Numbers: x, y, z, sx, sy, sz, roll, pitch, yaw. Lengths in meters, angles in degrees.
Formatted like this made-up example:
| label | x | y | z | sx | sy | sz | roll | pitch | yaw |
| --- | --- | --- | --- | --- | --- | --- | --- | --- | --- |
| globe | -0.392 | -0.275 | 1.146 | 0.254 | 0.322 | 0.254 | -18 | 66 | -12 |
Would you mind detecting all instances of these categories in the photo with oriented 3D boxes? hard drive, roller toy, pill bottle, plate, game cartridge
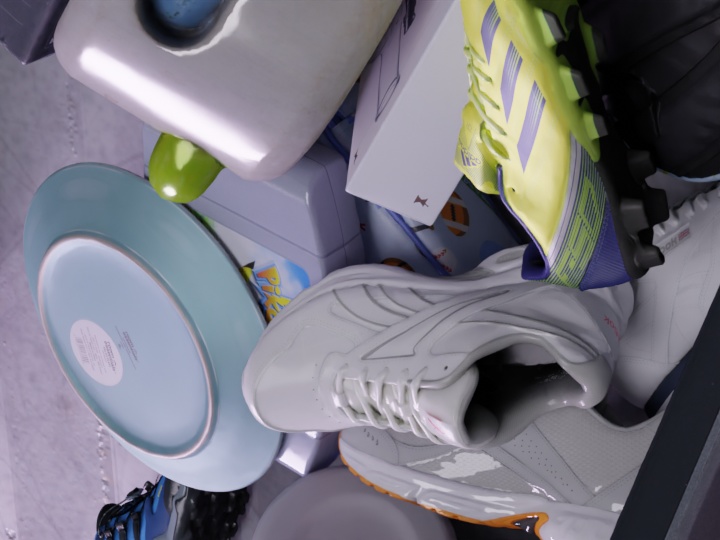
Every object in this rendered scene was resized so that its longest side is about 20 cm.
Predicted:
| label | x | y | z | sx | sy | sz | roll | pitch | yaw |
| --- | --- | --- | --- | --- | --- | --- | --- | --- | --- |
| hard drive | 0.157 | 0.095 | 0.993 | 0.033 | 0.139 | 0.201 | 23 | 89 | 26 |
| roller toy | -0.055 | -0.150 | 1.041 | 0.139 | 0.201 | 0.182 | 30 | 147 | -9 |
| pill bottle | -0.003 | 0.202 | 1.237 | 0.112 | 0.112 | 0.201 | 31 | 151 | 20 |
| plate | -0.121 | 0.037 | 1.213 | 0.199 | 0.026 | 0.201 | 27 | 134 | 31 |
| game cartridge | -0.055 | 0.011 | 1.173 | 0.133 | 0.040 | 0.201 | 24 | 132 | 28 |

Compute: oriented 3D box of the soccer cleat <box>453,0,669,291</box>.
| label | x | y | z | sx | sy | sz | roll | pitch | yaw |
| --- | --- | --- | --- | --- | --- | --- | --- | --- | --- |
| soccer cleat | 0.069 | -0.066 | 0.957 | 0.083 | 0.065 | 0.201 | -9 | 131 | 23 |

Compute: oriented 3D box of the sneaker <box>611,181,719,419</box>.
| label | x | y | z | sx | sy | sz | roll | pitch | yaw |
| --- | --- | --- | --- | --- | --- | --- | --- | --- | --- |
| sneaker | 0.169 | -0.008 | 1.074 | 0.081 | 0.076 | 0.201 | 46 | 129 | 19 |

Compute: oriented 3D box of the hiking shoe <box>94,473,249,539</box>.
| label | x | y | z | sx | sy | sz | roll | pitch | yaw |
| --- | --- | --- | --- | --- | --- | --- | --- | --- | --- |
| hiking shoe | -0.126 | 0.160 | 1.360 | 0.086 | 0.074 | 0.201 | 30 | 126 | 20 |

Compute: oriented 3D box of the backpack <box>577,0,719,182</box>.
| label | x | y | z | sx | sy | sz | roll | pitch | yaw |
| --- | --- | --- | --- | --- | --- | --- | --- | --- | --- |
| backpack | 0.179 | -0.126 | 0.975 | 0.163 | 0.154 | 0.200 | 46 | 117 | -2 |

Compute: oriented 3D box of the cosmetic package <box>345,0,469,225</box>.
| label | x | y | z | sx | sy | sz | roll | pitch | yaw |
| --- | --- | --- | --- | --- | --- | --- | --- | --- | --- |
| cosmetic package | 0.059 | -0.143 | 1.031 | 0.051 | 0.151 | 0.201 | 20 | 129 | -14 |

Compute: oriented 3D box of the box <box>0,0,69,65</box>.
| label | x | y | z | sx | sy | sz | roll | pitch | yaw |
| --- | --- | --- | --- | --- | --- | --- | --- | --- | --- |
| box | -0.174 | -0.254 | 1.169 | 0.197 | 0.117 | 0.200 | 42 | 128 | 11 |

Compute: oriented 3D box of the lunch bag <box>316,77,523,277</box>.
| label | x | y | z | sx | sy | sz | roll | pitch | yaw |
| --- | --- | --- | --- | --- | --- | --- | --- | --- | --- |
| lunch bag | 0.000 | 0.000 | 1.195 | 0.201 | 0.075 | 0.160 | 54 | 134 | 3 |

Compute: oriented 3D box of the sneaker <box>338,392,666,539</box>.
| label | x | y | z | sx | sy | sz | roll | pitch | yaw |
| --- | --- | --- | --- | --- | --- | --- | --- | --- | --- |
| sneaker | 0.083 | 0.085 | 1.117 | 0.199 | 0.076 | 0.093 | 14 | 88 | 30 |

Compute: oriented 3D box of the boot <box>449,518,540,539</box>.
| label | x | y | z | sx | sy | sz | roll | pitch | yaw |
| --- | --- | --- | --- | --- | --- | --- | --- | --- | --- |
| boot | 0.138 | 0.128 | 1.159 | 0.199 | 0.066 | 0.166 | 17 | 128 | 32 |

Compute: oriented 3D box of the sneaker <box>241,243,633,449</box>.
| label | x | y | z | sx | sy | sz | roll | pitch | yaw |
| --- | --- | --- | --- | --- | --- | --- | --- | --- | --- |
| sneaker | 0.030 | 0.047 | 1.068 | 0.199 | 0.100 | 0.078 | -16 | 122 | 19 |
